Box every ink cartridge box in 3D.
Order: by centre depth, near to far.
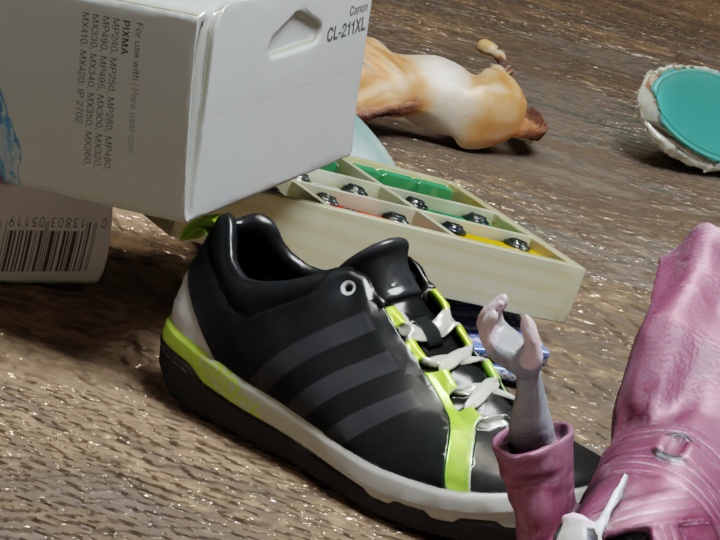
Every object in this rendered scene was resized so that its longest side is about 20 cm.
[{"bbox_3d":[-0.116,-0.088,1.045,0.200,0.083,0.146,13,18,23],"label":"ink cartridge box"},{"bbox_3d":[-0.224,-0.045,1.104,0.200,0.050,0.161,22,15,40],"label":"ink cartridge box"}]

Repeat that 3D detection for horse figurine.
[{"bbox_3d":[0.040,-0.112,1.627,0.200,0.050,0.133,15,24,-24],"label":"horse figurine"}]

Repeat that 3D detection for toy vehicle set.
[{"bbox_3d":[-0.016,-0.027,1.151,0.200,0.027,0.124,12,13,-32],"label":"toy vehicle set"}]

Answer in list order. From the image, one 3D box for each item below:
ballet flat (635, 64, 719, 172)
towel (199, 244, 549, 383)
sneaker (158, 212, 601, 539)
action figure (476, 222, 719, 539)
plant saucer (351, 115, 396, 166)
[{"bbox_3d":[0.241,-0.093,1.782,0.200,0.072,0.072,5,16,-41],"label":"ballet flat"},{"bbox_3d":[0.000,0.000,1.197,0.145,0.024,0.200,11,14,-10],"label":"towel"},{"bbox_3d":[0.007,0.032,0.943,0.200,0.083,0.072,22,16,29],"label":"sneaker"},{"bbox_3d":[0.093,0.073,0.847,0.134,0.149,0.200,34,44,14],"label":"action figure"},{"bbox_3d":[-0.067,-0.083,1.433,0.201,0.039,0.201,14,13,-4],"label":"plant saucer"}]
